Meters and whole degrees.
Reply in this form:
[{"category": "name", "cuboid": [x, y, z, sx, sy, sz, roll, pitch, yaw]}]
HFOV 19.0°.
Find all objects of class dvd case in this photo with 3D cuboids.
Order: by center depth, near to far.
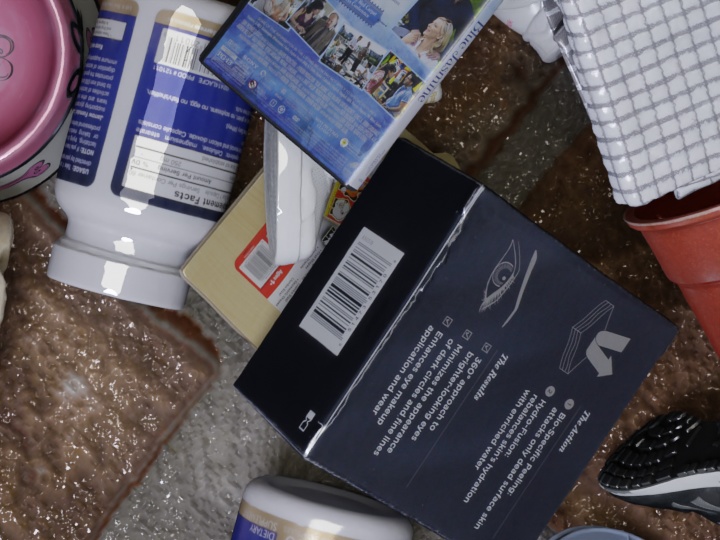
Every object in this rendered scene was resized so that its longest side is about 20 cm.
[{"category": "dvd case", "cuboid": [0.008, -0.167, 1.307, 0.143, 0.018, 0.200, 41, 97, 27]}]

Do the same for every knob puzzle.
[{"category": "knob puzzle", "cuboid": [0.000, 0.000, 1.439, 0.219, 0.030, 0.221, 0, 90, -25]}]

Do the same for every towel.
[{"category": "towel", "cuboid": [0.219, -0.148, 1.330, 0.199, 0.086, 0.166, -25, 113, -5]}]

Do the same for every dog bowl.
[{"category": "dog bowl", "cuboid": [-0.271, -0.143, 1.432, 0.199, 0.074, 0.201, 0, 91, 0]}]

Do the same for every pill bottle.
[{"category": "pill bottle", "cuboid": [-0.136, -0.081, 1.412, 0.115, 0.116, 0.201, 16, 91, 0]}, {"category": "pill bottle", "cuboid": [-0.043, 0.246, 1.412, 0.115, 0.116, 0.201, 14, 91, 0]}]

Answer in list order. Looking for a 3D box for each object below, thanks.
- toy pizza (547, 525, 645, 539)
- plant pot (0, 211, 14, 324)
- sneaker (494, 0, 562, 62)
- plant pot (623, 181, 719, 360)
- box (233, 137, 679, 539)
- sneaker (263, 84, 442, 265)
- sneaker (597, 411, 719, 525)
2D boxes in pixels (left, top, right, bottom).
[{"category": "toy pizza", "cuboid": [0.181, 0.258, 1.399, 0.200, 0.200, 0.032, 45, 126, -1]}, {"category": "plant pot", "cuboid": [-0.323, 0.015, 1.391, 0.182, 0.200, 0.202, 8, 91, -12]}, {"category": "sneaker", "cuboid": [0.146, -0.245, 1.430, 0.099, 0.078, 0.201, 33, 89, 4]}, {"category": "plant pot", "cuboid": [0.300, 0.012, 1.386, 0.200, 0.201, 0.196, -25, 100, 1]}, {"category": "box", "cuboid": [0.061, 0.057, 1.374, 0.200, 0.117, 0.197, 34, 91, -34]}, {"category": "sneaker", "cuboid": [-0.002, -0.100, 1.372, 0.115, 0.074, 0.201, 5, 86, -12]}, {"category": "sneaker", "cuboid": [0.233, 0.145, 1.386, 0.076, 0.200, 0.088, -45, 106, -25]}]
